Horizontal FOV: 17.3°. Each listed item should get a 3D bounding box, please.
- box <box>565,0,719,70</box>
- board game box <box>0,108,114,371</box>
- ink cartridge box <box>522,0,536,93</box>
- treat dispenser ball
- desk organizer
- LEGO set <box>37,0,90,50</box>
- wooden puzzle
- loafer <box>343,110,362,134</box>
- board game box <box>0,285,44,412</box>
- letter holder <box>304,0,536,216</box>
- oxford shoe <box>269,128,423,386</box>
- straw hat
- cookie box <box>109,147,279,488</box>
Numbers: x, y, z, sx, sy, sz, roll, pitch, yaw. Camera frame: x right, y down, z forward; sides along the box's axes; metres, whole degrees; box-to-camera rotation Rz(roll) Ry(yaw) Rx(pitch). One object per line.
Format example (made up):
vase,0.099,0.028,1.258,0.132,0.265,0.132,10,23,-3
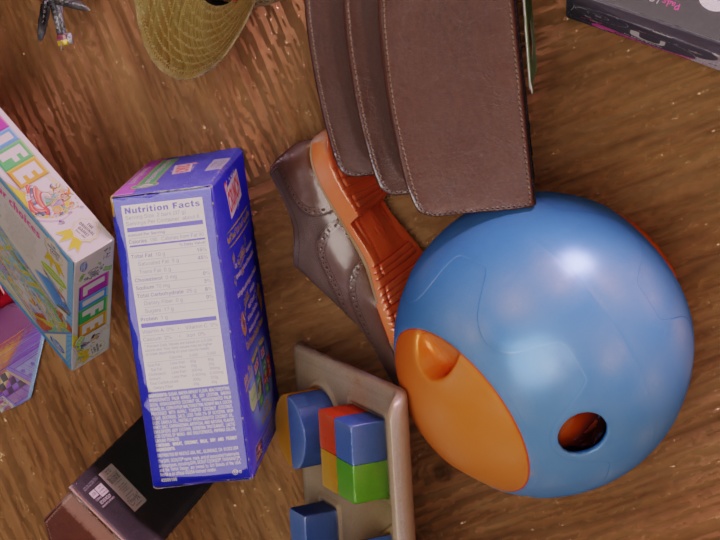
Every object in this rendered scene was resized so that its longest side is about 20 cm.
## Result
box,0.240,-0.189,1.516,0.199,0.132,0.115,21,90,5
board game box,-0.242,-0.043,1.624,0.034,0.135,0.200,-32,66,-25
ink cartridge box,0.122,-0.225,1.536,0.048,0.146,0.202,-7,100,7
treat dispenser ball,0.121,0.049,1.565,0.199,0.201,0.203,2,102,11
desk organizer,-0.168,0.168,1.652,0.072,0.200,0.077,44,108,-1
LEGO set,-0.267,-0.244,1.628,0.198,0.116,0.155,12,104,9
wooden puzzle,-0.014,0.157,1.622,0.046,0.200,0.187,-8,102,-20
loafer,0.028,-0.186,1.607,0.071,0.063,0.201,15,104,9
board game box,-0.306,0.014,1.730,0.157,0.039,0.201,17,104,8
letter holder,0.034,-0.144,1.527,0.141,0.101,0.201,-6,112,5
oxford shoe,0.000,0.000,1.659,0.073,0.071,0.201,-21,93,35
straw hat,-0.071,-0.221,1.605,0.085,0.201,0.202,5,107,-33
cookie box,-0.110,0.029,1.626,0.075,0.171,0.202,-6,100,6
